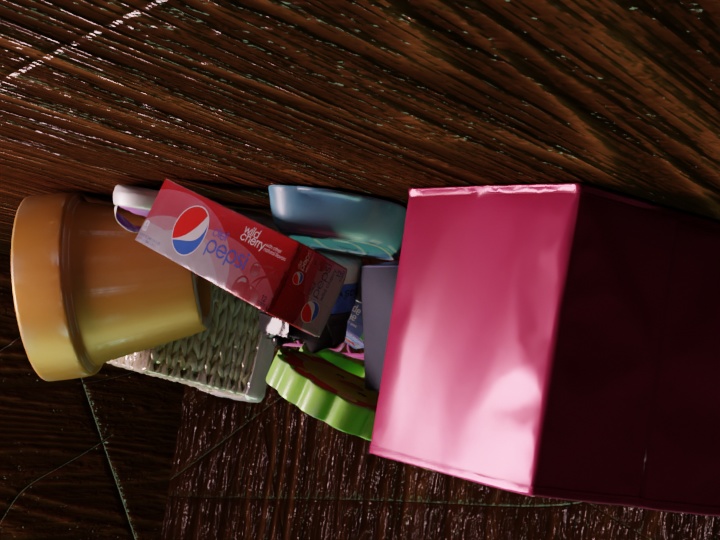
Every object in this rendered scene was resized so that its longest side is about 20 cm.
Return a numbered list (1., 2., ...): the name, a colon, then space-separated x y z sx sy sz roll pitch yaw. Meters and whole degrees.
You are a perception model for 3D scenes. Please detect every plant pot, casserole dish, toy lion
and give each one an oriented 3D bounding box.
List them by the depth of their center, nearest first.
1. casserole dish: -0.015 -0.039 1.192 0.120 0.039 0.200 9 177 8
2. toy lion: -0.010 0.118 1.332 0.190 0.069 0.200 21 -172 -27
3. plant pot: -0.259 0.010 1.488 0.181 0.203 0.200 -6 175 2

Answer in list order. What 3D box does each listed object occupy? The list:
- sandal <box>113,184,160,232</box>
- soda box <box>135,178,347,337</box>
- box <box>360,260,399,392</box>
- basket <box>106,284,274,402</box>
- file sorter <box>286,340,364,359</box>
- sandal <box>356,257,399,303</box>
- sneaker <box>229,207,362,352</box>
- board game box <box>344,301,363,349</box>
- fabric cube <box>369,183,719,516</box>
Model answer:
1. sandal: -0.206 -0.052 1.349 0.082 0.050 0.203 11 178 7
2. soda box: -0.103 -0.014 1.166 0.199 0.064 0.070 25 177 44
3. box: 0.127 0.045 1.211 0.196 0.125 0.200 -5 -178 -24
4. basket: -0.200 0.046 1.676 0.159 0.202 0.198 13 175 -25
5. file sorter: -0.015 0.062 1.994 0.198 0.127 0.138 12 175 -35
6. sandal: 0.002 -0.008 1.373 0.205 0.080 0.059 17 -179 27
7. sneaker: -0.089 0.013 1.327 0.199 0.112 0.076 21 -161 31
8. board game box: -0.068 0.015 1.488 0.199 0.035 0.135 36 172 -5
9. fabric cube: 0.149 0.056 0.990 0.198 0.202 0.195 12 174 -32
